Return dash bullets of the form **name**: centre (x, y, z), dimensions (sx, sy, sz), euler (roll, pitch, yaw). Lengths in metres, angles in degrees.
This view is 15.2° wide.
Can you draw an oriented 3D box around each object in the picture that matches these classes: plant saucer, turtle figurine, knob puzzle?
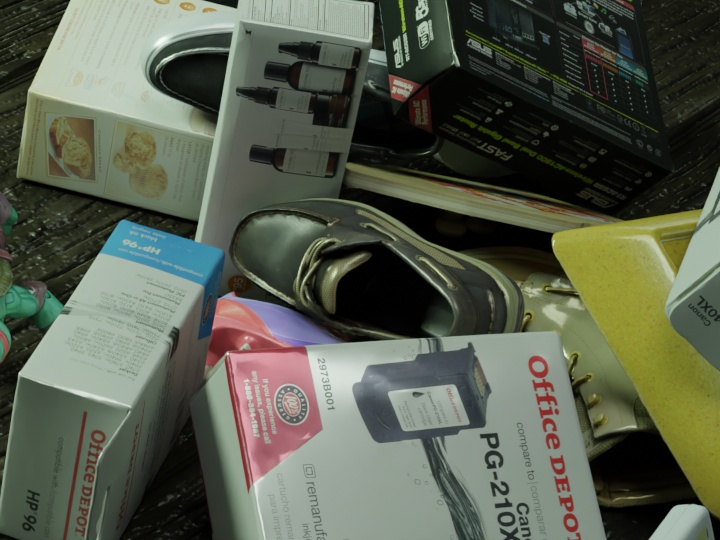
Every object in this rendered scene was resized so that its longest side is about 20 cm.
- **plant saucer**: centre (0.232, 0.040, 1.614), dimensions (0.199, 0.048, 0.201), euler (-9, 63, -48)
- **turtle figurine**: centre (-0.229, 0.024, 1.551), dimensions (0.149, 0.101, 0.200), euler (-1, 33, -19)
- **knob puzzle**: centre (0.073, -0.035, 1.697), dimensions (0.218, 0.031, 0.220), euler (13, 6, -1)

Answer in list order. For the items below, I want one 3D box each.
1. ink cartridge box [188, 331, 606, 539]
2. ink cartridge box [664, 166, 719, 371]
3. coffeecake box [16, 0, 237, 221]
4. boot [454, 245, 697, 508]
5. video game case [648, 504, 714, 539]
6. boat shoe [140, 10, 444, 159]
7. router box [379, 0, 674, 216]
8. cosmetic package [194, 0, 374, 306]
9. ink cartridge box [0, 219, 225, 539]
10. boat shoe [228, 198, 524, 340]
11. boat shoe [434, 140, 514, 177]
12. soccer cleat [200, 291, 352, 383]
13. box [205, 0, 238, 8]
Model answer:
- **ink cartridge box**: centre (0.022, 0.117, 1.466), dimensions (0.199, 0.084, 0.146), euler (-3, 69, -22)
- **ink cartridge box**: centre (0.272, -0.002, 1.581), dimensions (0.145, 0.083, 0.200), euler (42, 36, -9)
- **coffeecake box**: centre (-0.108, -0.107, 1.775), dimensions (0.199, 0.073, 0.154), euler (14, 37, 1)
- **boot**: centre (0.121, 0.065, 1.624), dimensions (0.199, 0.073, 0.156), euler (12, 37, -6)
- **video game case**: centre (0.140, 0.244, 1.293), dimensions (0.022, 0.201, 0.182), euler (1, 27, 32)
- **boat shoe**: centre (-0.039, -0.106, 1.688), dimensions (0.199, 0.070, 0.066), euler (13, 35, -14)
- **router box**: centre (0.103, -0.139, 1.728), dimensions (0.199, 0.062, 0.151), euler (23, 46, -35)
- **cosmetic package**: centre (-0.050, -0.072, 1.640), dimensions (0.082, 0.201, 0.051), euler (9, 36, -4)
- **ink cartridge box**: centre (-0.143, 0.077, 1.484), dimensions (0.067, 0.116, 0.200), euler (17, 36, 7)
- **boat shoe**: centre (0.000, 0.000, 1.566), dimensions (0.199, 0.075, 0.073), euler (16, 3, 33)
- **boat shoe**: centre (0.109, -0.118, 1.855), dimensions (0.199, 0.070, 0.066), euler (-19, 38, -37)
- **soccer cleat**: centre (-0.009, 0.063, 1.593), dimensions (0.199, 0.067, 0.077), euler (19, 32, 12)
- **box**: centre (-0.120, -0.309, 1.933), dimensions (0.148, 0.201, 0.125), euler (12, 35, 0)
